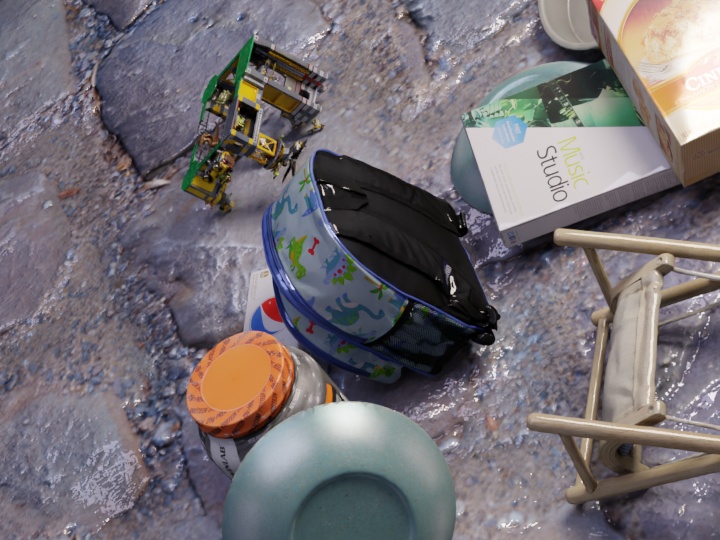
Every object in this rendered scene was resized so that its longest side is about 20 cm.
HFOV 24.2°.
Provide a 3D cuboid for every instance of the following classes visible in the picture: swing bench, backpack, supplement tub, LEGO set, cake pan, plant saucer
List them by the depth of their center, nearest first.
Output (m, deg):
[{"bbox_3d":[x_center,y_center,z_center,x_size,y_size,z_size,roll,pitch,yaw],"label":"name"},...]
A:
[{"bbox_3d":[0.256,0.071,1.361,0.199,0.130,0.200,-5,50,25],"label":"swing bench"},{"bbox_3d":[-0.012,0.209,1.368,0.201,0.201,0.039,-41,18,-3],"label":"plant saucer"},{"bbox_3d":[-0.059,0.148,1.456,0.122,0.200,0.123,-19,45,21],"label":"supplement tub"},{"bbox_3d":[0.000,0.000,1.547,0.147,0.199,0.184,-43,39,25],"label":"backpack"},{"bbox_3d":[0.173,-0.145,1.674,0.200,0.039,0.202,-19,45,20],"label":"plant saucer"},{"bbox_3d":[0.264,-0.311,1.710,0.200,0.037,0.201,-30,49,40],"label":"cake pan"},{"bbox_3d":[-0.108,-0.151,1.853,0.154,0.115,0.201,-47,27,38],"label":"LEGO set"}]

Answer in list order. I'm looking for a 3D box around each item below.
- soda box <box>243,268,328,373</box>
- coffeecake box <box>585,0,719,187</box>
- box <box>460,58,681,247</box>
[{"bbox_3d":[-0.073,0.088,1.623,0.068,0.064,0.201,-16,47,23],"label":"soda box"},{"bbox_3d":[0.317,-0.199,1.534,0.153,0.073,0.201,-24,58,-1],"label":"coffeecake box"},{"bbox_3d":[0.207,-0.120,1.587,0.199,0.036,0.145,-20,58,6],"label":"box"}]
